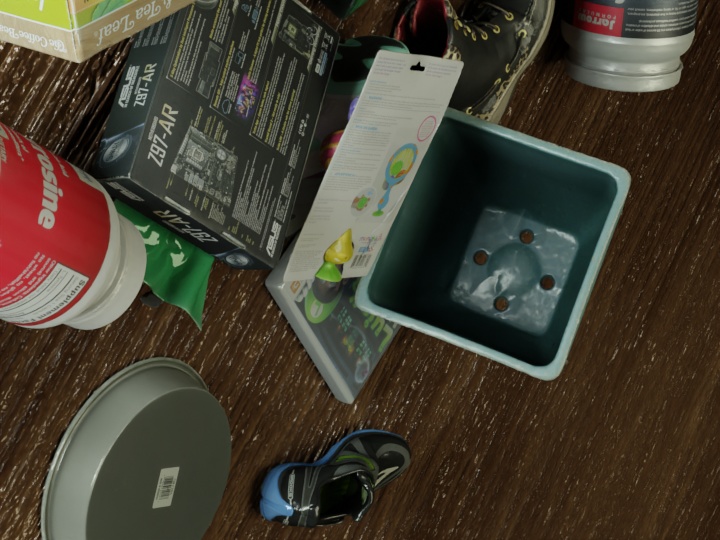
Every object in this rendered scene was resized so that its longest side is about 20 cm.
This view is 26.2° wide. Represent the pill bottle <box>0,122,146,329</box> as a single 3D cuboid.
[{"bbox_3d":[-0.228,-0.028,0.995,0.200,0.112,0.113,33,78,-58],"label":"pill bottle"}]

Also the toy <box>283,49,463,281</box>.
[{"bbox_3d":[-0.001,-0.088,1.242,0.115,0.047,0.201,-3,120,-53],"label":"toy"}]

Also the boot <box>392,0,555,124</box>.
[{"bbox_3d":[0.102,-0.224,1.435,0.150,0.073,0.201,18,100,-58],"label":"boot"}]

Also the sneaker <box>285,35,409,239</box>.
[{"bbox_3d":[-0.027,-0.099,1.307,0.200,0.078,0.140,-40,139,-26],"label":"sneaker"}]

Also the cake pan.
[{"bbox_3d":[-0.173,0.171,1.252,0.200,0.037,0.201,-32,131,-46],"label":"cake pan"}]

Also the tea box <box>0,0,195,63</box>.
[{"bbox_3d":[-0.163,-0.263,0.949,0.200,0.133,0.198,-39,137,-41],"label":"tea box"}]

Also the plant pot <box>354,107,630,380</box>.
[{"bbox_3d":[0.135,-0.014,1.446,0.200,0.195,0.197,32,78,-75],"label":"plant pot"}]

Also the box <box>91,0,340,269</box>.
[{"bbox_3d":[-0.100,-0.122,1.132,0.160,0.043,0.201,32,65,-45],"label":"box"}]

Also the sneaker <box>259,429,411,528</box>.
[{"bbox_3d":[-0.012,0.206,1.472,0.199,0.082,0.071,-14,118,-54],"label":"sneaker"}]

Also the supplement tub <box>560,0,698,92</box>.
[{"bbox_3d":[0.281,-0.299,1.600,0.140,0.140,0.201,-26,127,-48],"label":"supplement tub"}]

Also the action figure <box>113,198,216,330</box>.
[{"bbox_3d":[-0.124,-0.070,1.173,0.118,0.054,0.201,44,61,-36],"label":"action figure"}]

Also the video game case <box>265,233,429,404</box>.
[{"bbox_3d":[0.000,0.000,1.439,0.182,0.023,0.200,-56,145,-22],"label":"video game case"}]

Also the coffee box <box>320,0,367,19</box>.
[{"bbox_3d":[0.052,-0.301,1.282,0.200,0.044,0.123,-44,176,-36],"label":"coffee box"}]
